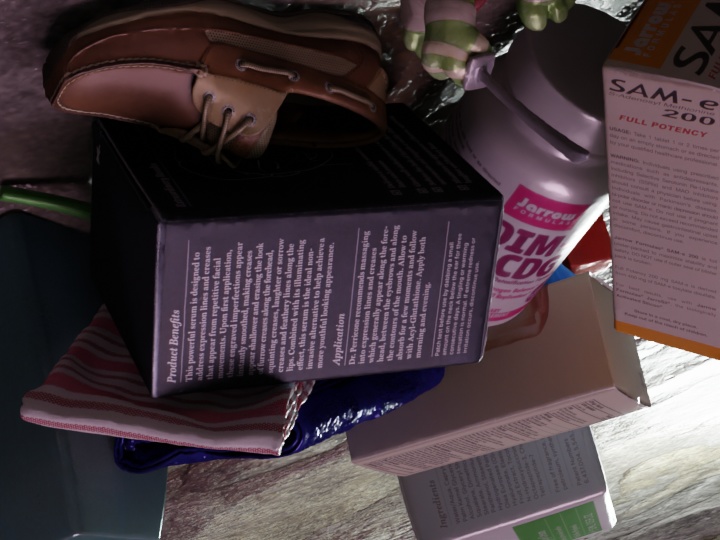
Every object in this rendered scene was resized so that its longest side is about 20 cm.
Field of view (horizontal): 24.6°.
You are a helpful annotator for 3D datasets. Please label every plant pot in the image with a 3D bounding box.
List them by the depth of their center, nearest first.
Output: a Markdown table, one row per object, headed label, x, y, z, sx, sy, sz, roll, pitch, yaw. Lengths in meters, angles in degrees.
| label | x | y | z | sx | sy | sz | roll | pitch | yaw |
| --- | --- | --- | --- | --- | --- | --- | --- | --- | --- |
| plant pot | -0.212 | 0.094 | 1.069 | 0.140 | 0.202 | 0.141 | -25 | 158 | 23 |

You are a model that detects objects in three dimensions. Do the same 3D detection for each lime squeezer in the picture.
| label | x | y | z | sx | sy | sz | roll | pitch | yaw |
| --- | --- | --- | --- | --- | --- | --- | --- | --- | --- |
| lime squeezer | -0.140 | -0.014 | 1.046 | 0.070 | 0.038 | 0.200 | -12 | 145 | 26 |

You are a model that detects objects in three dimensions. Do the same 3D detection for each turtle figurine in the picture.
| label | x | y | z | sx | sy | sz | roll | pitch | yaw |
| --- | --- | --- | --- | --- | --- | --- | --- | --- | --- |
| turtle figurine | 0.093 | -0.126 | 0.797 | 0.144 | 0.199 | 0.194 | -52 | -174 | -7 |

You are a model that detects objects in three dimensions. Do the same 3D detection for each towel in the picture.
| label | x | y | z | sx | sy | sz | roll | pitch | yaw |
| --- | --- | --- | --- | --- | --- | --- | --- | --- | --- |
| towel | -0.099 | 0.051 | 0.951 | 0.145 | 0.030 | 0.200 | 5 | -163 | 6 |
| towel | -0.049 | 0.080 | 1.063 | 0.146 | 0.050 | 0.199 | -9 | -176 | 31 |

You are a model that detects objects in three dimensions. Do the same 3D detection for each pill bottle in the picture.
| label | x | y | z | sx | sy | sz | roll | pitch | yaw |
| --- | --- | --- | --- | --- | --- | --- | --- | --- | --- |
| pill bottle | 0.101 | -0.064 | 1.028 | 0.112 | 0.114 | 0.200 | -5 | 147 | -30 |

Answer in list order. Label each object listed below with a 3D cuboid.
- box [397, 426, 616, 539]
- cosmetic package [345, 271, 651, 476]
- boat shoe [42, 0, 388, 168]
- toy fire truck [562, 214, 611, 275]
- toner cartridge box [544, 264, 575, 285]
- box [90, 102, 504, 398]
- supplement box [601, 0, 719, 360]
| label | x | y | z | sx | sy | sz | roll | pitch | yaw |
| --- | --- | --- | --- | --- | --- | --- | --- | --- | --- |
| box | 0.118 | 0.146 | 1.467 | 0.170 | 0.202 | 0.199 | -17 | 161 | 5 |
| cosmetic package | 0.092 | 0.077 | 1.169 | 0.198 | 0.088 | 0.103 | -17 | 161 | 19 |
| boat shoe | -0.067 | -0.097 | 0.879 | 0.198 | 0.074 | 0.076 | -5 | 156 | -30 |
| toy fire truck | 0.104 | -0.025 | 1.237 | 0.198 | 0.049 | 0.141 | -12 | 161 | -12 |
| toner cartridge box | 0.107 | 0.023 | 1.231 | 0.094 | 0.044 | 0.200 | -20 | 161 | 17 |
| box | -0.041 | -0.018 | 0.939 | 0.198 | 0.149 | 0.108 | -4 | 117 | -21 |
| supplement box | 0.193 | -0.067 | 0.920 | 0.073 | 0.126 | 0.201 | 16 | 141 | 25 |
